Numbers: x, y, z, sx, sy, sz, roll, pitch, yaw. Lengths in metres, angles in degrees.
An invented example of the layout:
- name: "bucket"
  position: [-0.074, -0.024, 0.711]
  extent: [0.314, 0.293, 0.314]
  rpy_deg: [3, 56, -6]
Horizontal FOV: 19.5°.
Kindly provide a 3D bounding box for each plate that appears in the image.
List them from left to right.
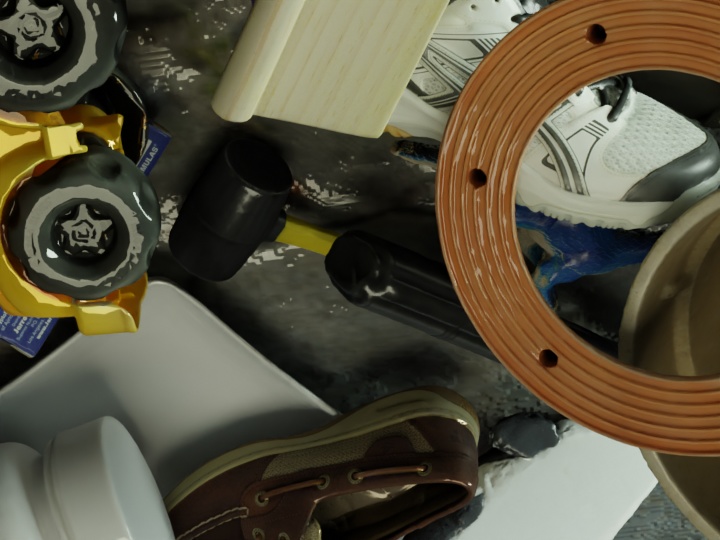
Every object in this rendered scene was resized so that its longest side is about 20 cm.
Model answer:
- name: "plate"
  position: [-0.108, 0.095, 1.099]
  extent: [0.199, 0.032, 0.199]
  rpy_deg: [-33, 127, 25]

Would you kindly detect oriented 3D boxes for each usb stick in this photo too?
- name: "usb stick"
  position: [0.069, 0.028, 1.006]
  extent: [0.199, 0.055, 0.033]
  rpy_deg: [23, 95, -33]

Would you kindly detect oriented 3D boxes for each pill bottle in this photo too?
- name: "pill bottle"
  position: [-0.197, 0.155, 1.041]
  extent: [0.199, 0.114, 0.114]
  rpy_deg: [-23, 132, 5]

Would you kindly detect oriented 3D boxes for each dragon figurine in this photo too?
- name: "dragon figurine"
  position: [0.099, -0.040, 0.967]
  extent: [0.099, 0.059, 0.200]
  rpy_deg: [-34, 132, 22]

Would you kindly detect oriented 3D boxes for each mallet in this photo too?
- name: "mallet"
  position: [0.000, 0.000, 1.018]
  extent: [0.199, 0.041, 0.066]
  rpy_deg: [25, 126, -30]

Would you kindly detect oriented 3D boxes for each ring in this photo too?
- name: "ring"
  position: [0.124, -0.019, 0.836]
  extent: [0.199, 0.019, 0.202]
  rpy_deg: [10, 116, 21]

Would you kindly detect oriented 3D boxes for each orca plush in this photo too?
- name: "orca plush"
  position: [0.074, 0.139, 1.113]
  extent: [0.105, 0.071, 0.200]
  rpy_deg: [43, 83, -16]

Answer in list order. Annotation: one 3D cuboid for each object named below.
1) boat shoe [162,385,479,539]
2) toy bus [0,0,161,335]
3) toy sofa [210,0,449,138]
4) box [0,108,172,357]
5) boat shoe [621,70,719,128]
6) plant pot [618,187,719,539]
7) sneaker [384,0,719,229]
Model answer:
- name: "boat shoe"
  position: [-0.028, 0.129, 1.067]
  extent: [0.199, 0.072, 0.072]
  rpy_deg: [-23, 131, 15]
- name: "toy bus"
  position: [-0.180, -0.068, 0.831]
  extent: [0.190, 0.136, 0.201]
  rpy_deg: [-11, 118, -5]
- name: "toy sofa"
  position: [-0.035, -0.148, 0.760]
  extent: [0.097, 0.201, 0.083]
  rpy_deg: [10, 133, -22]
- name: "box"
  position: [-0.194, -0.060, 0.910]
  extent: [0.199, 0.032, 0.122]
  rpy_deg: [32, 93, -31]
- name: "boat shoe"
  position: [0.183, -0.096, 0.920]
  extent: [0.199, 0.061, 0.072]
  rpy_deg: [-10, 134, 5]
- name: "plant pot"
  position: [0.240, 0.016, 0.919]
  extent: [0.199, 0.183, 0.202]
  rpy_deg: [14, 119, 26]
- name: "sneaker"
  position: [0.065, -0.087, 0.883]
  extent: [0.199, 0.076, 0.088]
  rpy_deg: [21, 124, 3]
